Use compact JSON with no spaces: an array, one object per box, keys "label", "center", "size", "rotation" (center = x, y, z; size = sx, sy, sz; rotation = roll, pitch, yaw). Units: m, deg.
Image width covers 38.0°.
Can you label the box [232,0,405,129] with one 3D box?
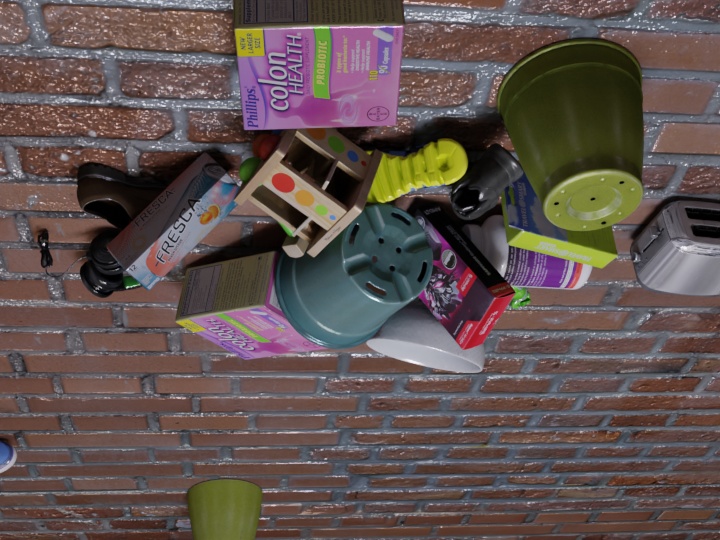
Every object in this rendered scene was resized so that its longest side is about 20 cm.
[{"label":"box","center":[-0.051,-0.268,1.281],"size":[0.198,0.097,0.176],"rotation":[-1,147,-3]}]

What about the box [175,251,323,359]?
[{"label":"box","center":[-0.167,0.062,1.715],"size":[0.199,0.097,0.176],"rotation":[-9,150,36]}]

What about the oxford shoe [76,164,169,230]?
[{"label":"oxford shoe","center":[-0.322,-0.086,1.540],"size":[0.199,0.085,0.073],"rotation":[12,142,-26]}]

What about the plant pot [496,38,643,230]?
[{"label":"plant pot","center":[0.292,-0.165,1.385],"size":[0.199,0.194,0.201],"rotation":[-3,146,-2]}]

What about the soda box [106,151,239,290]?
[{"label":"soda box","center":[-0.263,-0.070,1.493],"size":[0.200,0.068,0.064],"rotation":[-45,142,-4]}]

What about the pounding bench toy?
[{"label":"pounding bench toy","center":[-0.098,-0.114,1.452],"size":[0.156,0.125,0.200],"rotation":[34,135,-15]}]

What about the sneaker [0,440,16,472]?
[{"label":"sneaker","center":[-0.830,0.367,2.170],"size":[0.198,0.081,0.147],"rotation":[3,151,0]}]

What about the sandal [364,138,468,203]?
[{"label":"sandal","center":[0.067,-0.143,1.508],"size":[0.199,0.080,0.087],"rotation":[-4,-174,20]}]

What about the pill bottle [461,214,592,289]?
[{"label":"pill bottle","center":[0.261,-0.030,1.660],"size":[0.198,0.113,0.113],"rotation":[3,146,-11]}]

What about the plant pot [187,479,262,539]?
[{"label":"plant pot","center":[-0.328,0.633,2.518],"size":[0.186,0.201,0.188],"rotation":[-3,146,-2]}]

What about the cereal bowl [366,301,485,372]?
[{"label":"cereal bowl","center":[0.113,0.103,1.719],"size":[0.199,0.084,0.200],"rotation":[14,168,3]}]

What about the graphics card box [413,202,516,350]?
[{"label":"graphics card box","center":[0.139,0.008,1.615],"size":[0.051,0.200,0.126],"rotation":[-16,147,-37]}]

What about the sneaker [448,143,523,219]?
[{"label":"sneaker","center":[0.158,-0.112,1.496],"size":[0.076,0.091,0.200],"rotation":[44,162,5]}]

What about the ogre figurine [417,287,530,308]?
[{"label":"ogre figurine","center":[0.202,0.042,1.778],"size":[0.199,0.099,0.120],"rotation":[12,157,-2]}]

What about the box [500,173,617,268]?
[{"label":"box","center":[0.288,-0.082,1.575],"size":[0.199,0.123,0.048],"rotation":[13,144,-24]}]

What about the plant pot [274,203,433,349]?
[{"label":"plant pot","center":[0.000,0.000,1.554],"size":[0.199,0.202,0.196],"rotation":[12,160,-23]}]

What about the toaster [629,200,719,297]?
[{"label":"toaster","center":[0.544,-0.034,1.684],"size":[0.199,0.114,0.129],"rotation":[6,143,-12]}]

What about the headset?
[{"label":"headset","center":[-0.408,-0.022,1.660],"size":[0.199,0.094,0.124],"rotation":[-2,146,-32]}]
